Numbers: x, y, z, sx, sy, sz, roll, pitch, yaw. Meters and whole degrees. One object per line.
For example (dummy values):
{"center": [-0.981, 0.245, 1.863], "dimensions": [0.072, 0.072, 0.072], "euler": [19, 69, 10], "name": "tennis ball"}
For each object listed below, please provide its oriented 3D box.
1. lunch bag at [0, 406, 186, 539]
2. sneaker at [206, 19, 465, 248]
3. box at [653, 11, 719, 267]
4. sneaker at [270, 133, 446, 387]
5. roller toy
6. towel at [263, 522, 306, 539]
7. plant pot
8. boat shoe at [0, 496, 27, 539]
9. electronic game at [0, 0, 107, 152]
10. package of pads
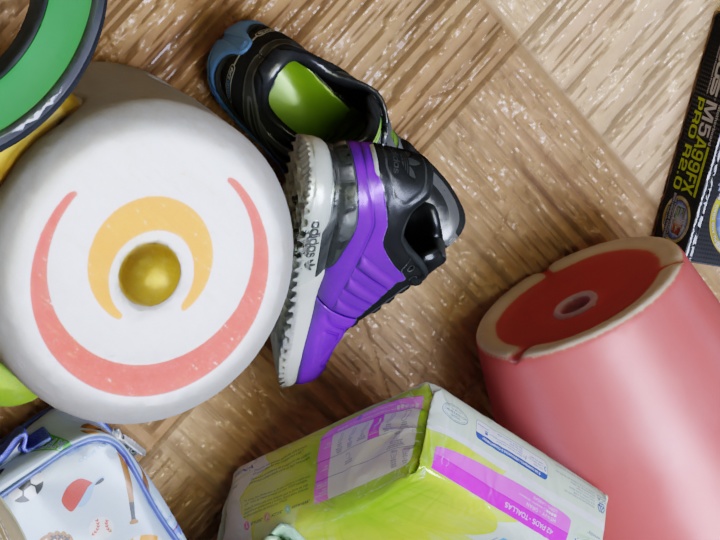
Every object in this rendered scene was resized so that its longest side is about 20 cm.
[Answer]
{"center": [-0.198, 0.176, 1.292], "dimensions": [0.199, 0.076, 0.161], "euler": [-35, 117, -11], "name": "lunch bag"}
{"center": [-0.009, -0.069, 1.295], "dimensions": [0.199, 0.083, 0.071], "euler": [42, 82, -32], "name": "sneaker"}
{"center": [0.305, -0.075, 1.472], "dimensions": [0.198, 0.044, 0.162], "euler": [9, 102, -28], "name": "box"}
{"center": [0.000, 0.000, 1.280], "dimensions": [0.099, 0.070, 0.201], "euler": [-3, 144, -14], "name": "sneaker"}
{"center": [-0.135, -0.017, 1.217], "dimensions": [0.181, 0.140, 0.202], "euler": [-6, 109, -25], "name": "roller toy"}
{"center": [-0.071, 0.257, 1.323], "dimensions": [0.200, 0.023, 0.152], "euler": [-46, 129, 3], "name": "towel"}
{"center": [0.170, 0.090, 1.387], "dimensions": [0.200, 0.200, 0.178], "euler": [-32, 110, -13], "name": "plant pot"}
{"center": [-0.204, 0.203, 1.221], "dimensions": [0.072, 0.065, 0.202], "euler": [-18, 110, -17], "name": "boat shoe"}
{"center": [-0.228, -0.147, 1.129], "dimensions": [0.198, 0.042, 0.202], "euler": [0, 76, -1], "name": "electronic game"}
{"center": [0.025, 0.150, 1.326], "dimensions": [0.154, 0.199, 0.069], "euler": [32, 51, -28], "name": "package of pads"}
